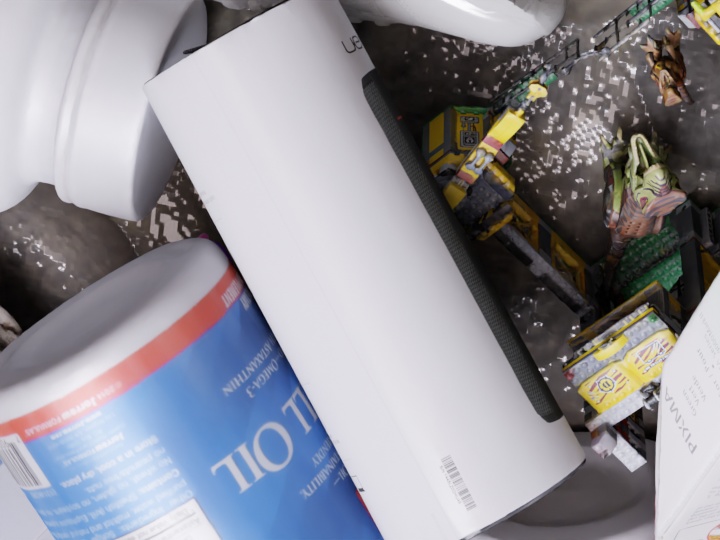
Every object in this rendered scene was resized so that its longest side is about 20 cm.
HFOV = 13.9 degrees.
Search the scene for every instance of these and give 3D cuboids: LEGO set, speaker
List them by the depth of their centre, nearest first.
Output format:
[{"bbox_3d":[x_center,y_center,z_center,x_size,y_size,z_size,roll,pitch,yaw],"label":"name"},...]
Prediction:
[{"bbox_3d":[0.000,0.000,1.071,0.081,0.081,0.201,-28,91,24],"label":"speaker"},{"bbox_3d":[0.117,-0.023,1.082,0.199,0.116,0.154,-28,119,19],"label":"LEGO set"}]

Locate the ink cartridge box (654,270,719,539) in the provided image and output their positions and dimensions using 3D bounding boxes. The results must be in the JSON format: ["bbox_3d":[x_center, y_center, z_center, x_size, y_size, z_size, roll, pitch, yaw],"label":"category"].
[{"bbox_3d":[0.177,0.050,1.071,0.200,0.160,0.050,117,137,-54],"label":"ink cartridge box"}]

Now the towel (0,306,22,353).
[{"bbox_3d":[-0.237,0.015,1.194,0.200,0.035,0.132,35,137,-31],"label":"towel"}]

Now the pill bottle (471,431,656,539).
[{"bbox_3d":[0.091,0.176,1.192,0.110,0.111,0.201,-1,113,15],"label":"pill bottle"}]

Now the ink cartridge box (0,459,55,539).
[{"bbox_3d":[-0.177,0.131,1.204,0.076,0.136,0.200,51,148,-8],"label":"ink cartridge box"}]

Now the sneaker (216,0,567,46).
[{"bbox_3d":[-0.016,-0.129,1.121,0.199,0.076,0.081,27,128,7],"label":"sneaker"}]

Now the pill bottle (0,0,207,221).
[{"bbox_3d":[-0.167,-0.088,1.143,0.199,0.120,0.120,17,116,8],"label":"pill bottle"}]

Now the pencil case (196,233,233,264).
[{"bbox_3d":[-0.040,0.083,1.202,0.088,0.088,0.201,-28,105,23],"label":"pencil case"}]

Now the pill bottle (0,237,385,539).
[{"bbox_3d":[-0.048,0.098,1.105,0.112,0.112,0.201,-27,105,23],"label":"pill bottle"}]
